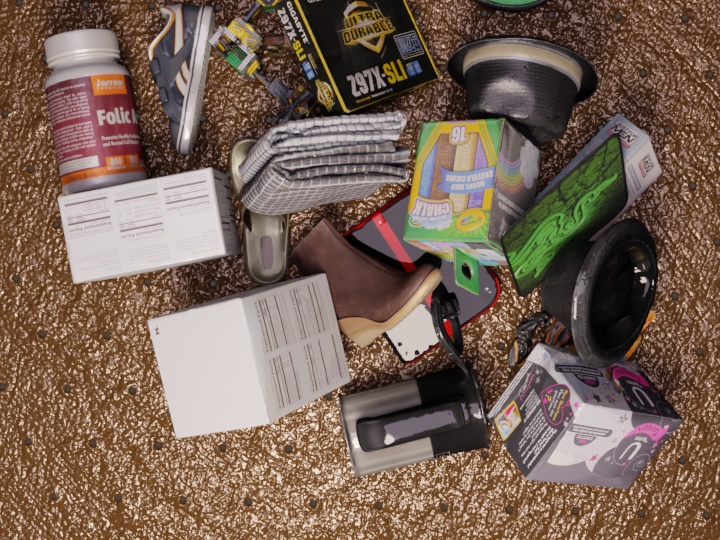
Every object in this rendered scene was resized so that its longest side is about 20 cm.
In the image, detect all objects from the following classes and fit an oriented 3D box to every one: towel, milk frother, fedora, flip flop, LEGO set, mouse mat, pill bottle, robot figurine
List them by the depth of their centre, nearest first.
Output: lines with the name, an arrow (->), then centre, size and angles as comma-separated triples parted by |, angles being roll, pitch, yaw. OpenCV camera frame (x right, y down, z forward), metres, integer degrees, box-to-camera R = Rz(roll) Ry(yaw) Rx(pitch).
fedora -> 0.290, 0.022, 1.270 | 0.091, 0.199, 0.204 | 13, 93, 41
mouse mat -> 0.260, -0.065, 1.274 | 0.199, 0.161, 0.008 | -40, 55, -6
towel -> -0.045, -0.129, 1.295 | 0.197, 0.165, 0.087 | -7, 81, -19
fedora -> 0.203, -0.219, 1.295 | 0.197, 0.201, 0.093 | 8, 75, 0
LEGO set -> -0.103, -0.292, 1.335 | 0.153, 0.116, 0.201 | -40, 92, 2
milk frother -> 0.060, 0.150, 1.341 | 0.185, 0.181, 0.203 | -13, 67, 0
pill bottle -> -0.353, -0.207, 1.344 | 0.112, 0.114, 0.204 | -9, 93, 1
flip flop -> -0.135, -0.079, 1.374 | 0.079, 0.058, 0.204 | -4, 92, 1
robot figurine -> 0.295, 0.097, 1.375 | 0.145, 0.058, 0.200 | 44, 92, 0

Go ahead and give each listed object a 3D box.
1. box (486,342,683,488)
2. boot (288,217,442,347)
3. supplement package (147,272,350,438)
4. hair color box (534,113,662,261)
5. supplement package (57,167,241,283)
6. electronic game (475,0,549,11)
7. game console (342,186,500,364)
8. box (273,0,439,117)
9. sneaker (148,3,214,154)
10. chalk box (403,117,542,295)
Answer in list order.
box -> 0.286, 0.187, 1.288 | 0.198, 0.115, 0.133 | 13, 121, -37
boot -> 0.000, 0.000, 1.322 | 0.167, 0.072, 0.200 | 52, 135, 1
supplement package -> -0.136, 0.104, 1.289 | 0.150, 0.199, 0.153 | -13, 92, 30
hair color box -> 0.300, -0.097, 1.342 | 0.200, 0.099, 0.061 | -45, 55, 2
supplement package -> -0.268, -0.057, 1.328 | 0.196, 0.156, 0.113 | -10, 91, 1
electronic game -> 0.205, -0.451, 1.363 | 0.196, 0.042, 0.204 | 0, 93, 1
game console -> 0.078, 0.001, 1.393 | 0.176, 0.031, 0.202 | -34, 91, 7
box -> 0.000, -0.291, 1.308 | 0.049, 0.199, 0.162 | -20, 95, 45
sneaker -> -0.246, -0.257, 1.360 | 0.078, 0.078, 0.204 | 7, 82, -4
chalk box -> 0.140, -0.075, 1.287 | 0.122, 0.124, 0.204 | 4, 78, 35
